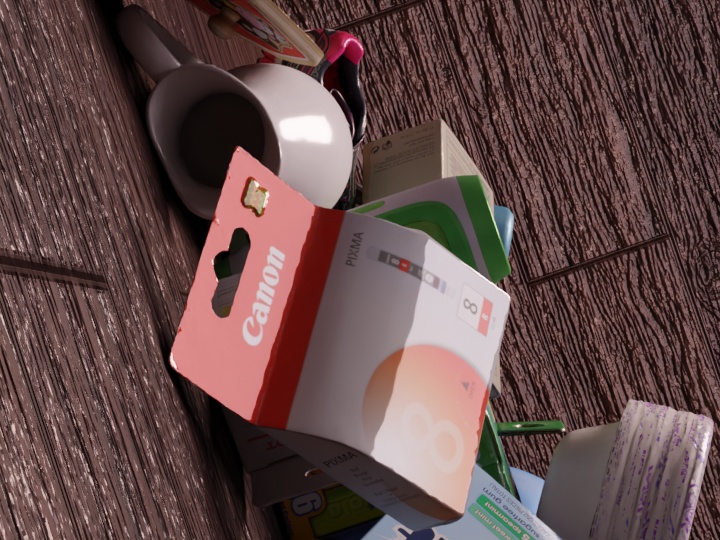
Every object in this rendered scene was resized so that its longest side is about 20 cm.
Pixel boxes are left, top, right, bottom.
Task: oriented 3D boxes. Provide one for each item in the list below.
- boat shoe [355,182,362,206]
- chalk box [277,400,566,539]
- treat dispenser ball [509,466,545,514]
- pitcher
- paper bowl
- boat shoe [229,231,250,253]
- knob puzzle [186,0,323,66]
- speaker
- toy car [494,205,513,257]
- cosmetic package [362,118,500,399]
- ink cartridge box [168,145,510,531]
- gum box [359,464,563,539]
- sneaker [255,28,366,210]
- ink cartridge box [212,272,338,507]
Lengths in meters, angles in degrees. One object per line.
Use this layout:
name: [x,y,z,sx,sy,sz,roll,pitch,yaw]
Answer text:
boat shoe: [-0.044,-0.064,1.778,0.201,0.066,0.072,37,-31,44]
chalk box: [0.041,0.125,1.495,0.125,0.199,0.125,-4,75,-87]
treat dispenser ball: [0.091,0.248,1.660,0.201,0.200,0.202,-19,90,-87]
pitcher: [-0.090,-0.107,1.515,0.172,0.121,0.200,56,12,9]
paper bowl: [0.174,0.188,1.505,0.201,0.104,0.202,12,90,-80]
boat shoe: [-0.072,-0.064,1.702,0.075,0.086,0.202,68,4,-45]
knob puzzle: [-0.113,-0.190,1.478,0.219,0.031,0.220,35,-6,4]
speaker: [0.000,0.000,1.520,0.088,0.199,0.089,-19,90,-87]
toy car: [0.028,0.029,1.914,0.177,0.183,0.201,-53,153,-86]
cosmetic package: [0.053,-0.003,1.641,0.104,0.073,0.201,52,30,-42]
ink cartridge box: [-0.005,0.034,1.267,0.200,0.050,0.163,38,50,-30]
gum box: [0.069,0.216,1.330,0.170,0.045,0.200,41,34,7]
sneaker: [-0.030,-0.082,1.634,0.080,0.074,0.201,-6,89,-50]
ink cartridge box: [-0.032,0.059,1.387,0.200,0.115,0.068,-103,174,-65]
